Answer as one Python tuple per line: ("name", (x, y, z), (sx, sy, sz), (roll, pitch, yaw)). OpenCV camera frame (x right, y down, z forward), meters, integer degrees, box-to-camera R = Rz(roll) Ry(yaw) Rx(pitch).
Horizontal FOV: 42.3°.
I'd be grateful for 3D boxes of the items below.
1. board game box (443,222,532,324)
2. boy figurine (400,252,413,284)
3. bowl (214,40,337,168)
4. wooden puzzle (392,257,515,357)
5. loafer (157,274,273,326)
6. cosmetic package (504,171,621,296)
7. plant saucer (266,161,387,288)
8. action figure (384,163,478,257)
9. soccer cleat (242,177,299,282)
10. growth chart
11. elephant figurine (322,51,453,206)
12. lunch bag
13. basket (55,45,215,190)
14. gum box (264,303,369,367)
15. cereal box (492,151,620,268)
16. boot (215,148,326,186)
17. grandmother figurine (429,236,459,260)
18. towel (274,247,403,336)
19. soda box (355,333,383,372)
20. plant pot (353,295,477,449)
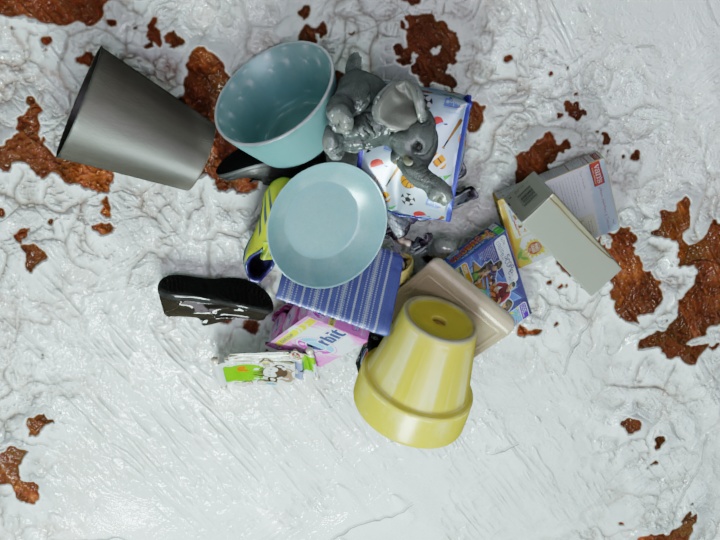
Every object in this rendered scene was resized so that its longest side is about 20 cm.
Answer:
("board game box", (0.220, 0.034, 1.628), (0.134, 0.034, 0.202), (-34, 127, -14))
("boy figurine", (0.000, 0.000, 1.560), (0.197, 0.125, 0.065), (6, 130, -18))
("bowl", (-0.109, -0.235, 1.398), (0.199, 0.202, 0.105), (-30, 139, 7))
("wooden puzzle", (0.141, 0.081, 1.600), (0.184, 0.037, 0.200), (38, 134, -9))
("loafer", (-0.247, 0.056, 1.583), (0.197, 0.073, 0.072), (10, 125, -9))
("cosmetic package", (0.337, -0.061, 1.553), (0.073, 0.104, 0.200), (-43, 117, 12))
("plant saucer", (-0.055, -0.073, 1.441), (0.198, 0.039, 0.204), (-9, 114, -20))
("action figure", (0.096, -0.103, 1.549), (0.198, 0.069, 0.131), (-32, 100, -2))
("soccer cleat", (-0.138, -0.061, 1.475), (0.064, 0.085, 0.201), (15, 134, -15))
("growth chart", (-0.165, 0.174, 1.630), (0.196, 0.018, 0.145), (-6, 149, 7))
("elephant figurine", (0.055, -0.203, 1.328), (0.197, 0.142, 0.157), (12, 120, 12))
("lunch bag", (0.080, -0.185, 1.461), (0.167, 0.124, 0.203), (9, 107, 6))
("basket", (-0.328, -0.211, 1.393), (0.198, 0.137, 0.182), (21, 116, -23))
("gum box", (-0.074, 0.096, 1.574), (0.112, 0.067, 0.200), (23, 152, -19))
("cereal box", (0.341, -0.104, 1.613), (0.197, 0.040, 0.145), (-21, 119, 1))
("boot", (-0.121, -0.120, 1.512), (0.197, 0.070, 0.176), (-10, 127, 4))
("grandmother figurine", (0.148, 0.032, 1.640), (0.119, 0.061, 0.203), (-11, 121, -14))
("towel", (-0.030, 0.012, 1.495), (0.197, 0.147, 0.024), (20, 154, -14))
("soda box", (0.095, 0.182, 1.704), (0.197, 0.064, 0.072), (16, 114, -18))
("plant pot", (0.105, 0.155, 1.535), (0.197, 0.202, 0.191), (10, 119, -15))
